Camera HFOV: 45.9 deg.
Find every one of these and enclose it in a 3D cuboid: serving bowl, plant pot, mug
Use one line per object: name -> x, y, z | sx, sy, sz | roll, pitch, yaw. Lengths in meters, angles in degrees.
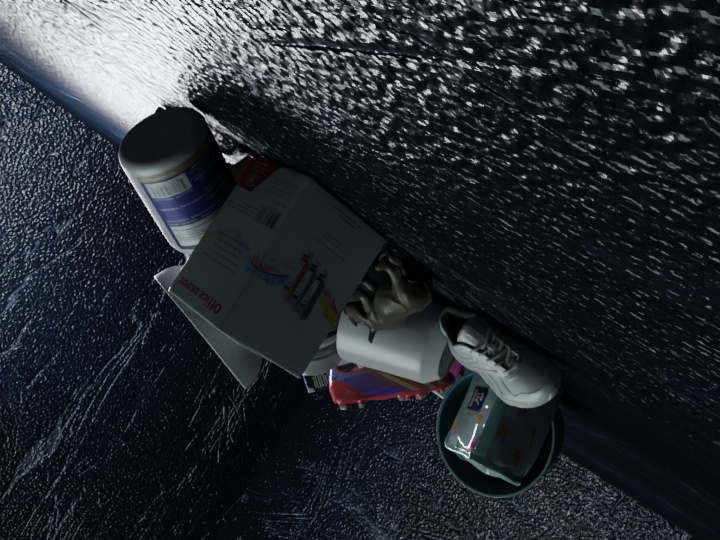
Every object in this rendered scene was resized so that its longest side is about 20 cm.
serving bowl -> -0.197, 0.067, 1.177 | 0.200, 0.066, 0.200 | 48, 168, 13
plant pot -> 0.253, 0.262, 1.421 | 0.199, 0.202, 0.187 | 31, -170, 27
mug -> 0.075, 0.085, 1.259 | 0.151, 0.152, 0.186 | 22, -159, 24

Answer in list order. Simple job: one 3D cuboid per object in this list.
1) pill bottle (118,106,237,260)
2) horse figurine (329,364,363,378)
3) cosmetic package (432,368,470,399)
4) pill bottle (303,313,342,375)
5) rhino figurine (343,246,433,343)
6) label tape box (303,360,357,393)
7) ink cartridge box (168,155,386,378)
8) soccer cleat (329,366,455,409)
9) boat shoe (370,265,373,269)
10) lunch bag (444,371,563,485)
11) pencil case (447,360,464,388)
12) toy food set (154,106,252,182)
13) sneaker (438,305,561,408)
pill bottle -> -0.211, -0.093, 1.072 | 0.115, 0.116, 0.201 | 29, 153, 39
horse figurine -> -0.010, 0.133, 1.371 | 0.201, 0.131, 0.050 | 58, -159, -22
cosmetic package -> 0.153, 0.169, 1.550 | 0.199, 0.114, 0.081 | 36, 175, -33
pill bottle -> -0.078, 0.041, 1.240 | 0.113, 0.113, 0.203 | 28, 130, 44
rhino figurine -> 0.028, 0.041, 1.111 | 0.087, 0.060, 0.200 | 36, 147, -5
label tape box -> -0.020, 0.130, 1.545 | 0.067, 0.197, 0.145 | -104, 0, -52
ink cartridge box -> -0.101, -0.005, 1.021 | 0.144, 0.201, 0.145 | 37, 174, -39
soccer cleat -> 0.048, 0.167, 1.320 | 0.197, 0.078, 0.067 | -9, 171, -3
boat shoe -> 0.000, 0.000, 1.367 | 0.200, 0.071, 0.064 | 29, -133, -85
lunch bag -> 0.205, 0.206, 1.215 | 0.121, 0.172, 0.200 | 23, 171, 23
pencil case -> 0.085, 0.113, 1.417 | 0.198, 0.095, 0.091 | 28, -175, -7
toy food set -> -0.198, -0.148, 1.207 | 0.199, 0.061, 0.144 | 29, 162, 32
sneaker -> 0.167, 0.106, 1.089 | 0.199, 0.078, 0.099 | 27, 168, 48
